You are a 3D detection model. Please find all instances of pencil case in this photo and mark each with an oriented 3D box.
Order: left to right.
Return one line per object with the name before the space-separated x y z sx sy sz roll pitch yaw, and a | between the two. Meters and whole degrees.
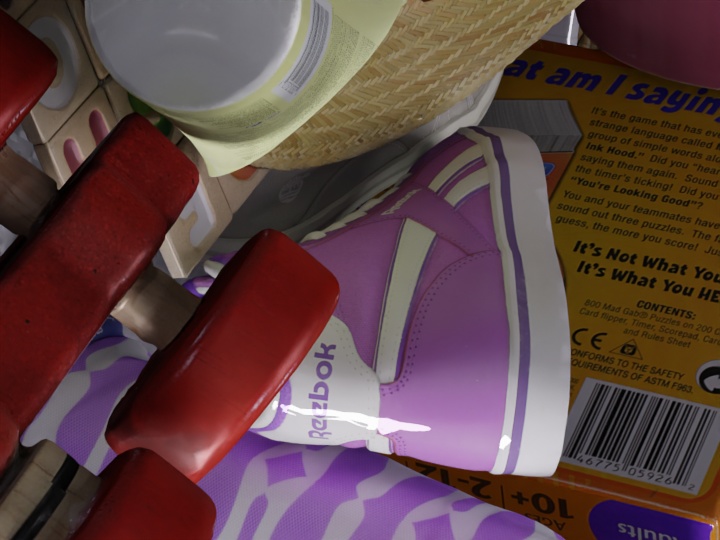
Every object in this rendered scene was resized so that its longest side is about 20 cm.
pencil case | -0.014 0.088 0.877 0.085 0.199 0.084 1 112 -63

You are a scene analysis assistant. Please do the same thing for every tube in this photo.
tube | -0.028 -0.057 0.753 0.200 0.058 0.052 15 75 -82

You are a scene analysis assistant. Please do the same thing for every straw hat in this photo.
straw hat | 0.011 -0.129 0.871 0.201 0.085 0.201 -33 157 -16

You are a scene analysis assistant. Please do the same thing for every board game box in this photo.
board game box | 0.070 0.058 1.068 0.200 0.199 0.200 80 30 -45

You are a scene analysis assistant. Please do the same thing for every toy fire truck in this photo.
toy fire truck | -0.107 0.048 0.696 0.168 0.112 0.200 -46 -170 41

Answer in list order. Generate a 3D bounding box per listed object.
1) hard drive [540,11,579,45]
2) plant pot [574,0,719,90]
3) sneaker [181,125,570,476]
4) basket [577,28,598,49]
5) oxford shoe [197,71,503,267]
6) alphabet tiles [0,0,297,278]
hard drive | 0.088 -0.183 1.179 0.132 0.027 0.201 -67 166 -78
plant pot | 0.145 -0.169 1.039 0.200 0.199 0.180 -45 143 -55
sneaker | 0.000 -0.001 0.895 0.201 0.114 0.073 -94 -173 -73
basket | 0.138 -0.016 1.280 0.143 0.148 0.201 76 32 -50
oxford shoe | -0.004 -0.067 0.985 0.200 0.075 0.058 -42 143 -50
alphabet tiles | -0.053 -0.104 0.858 0.200 0.008 0.168 -55 132 -47
